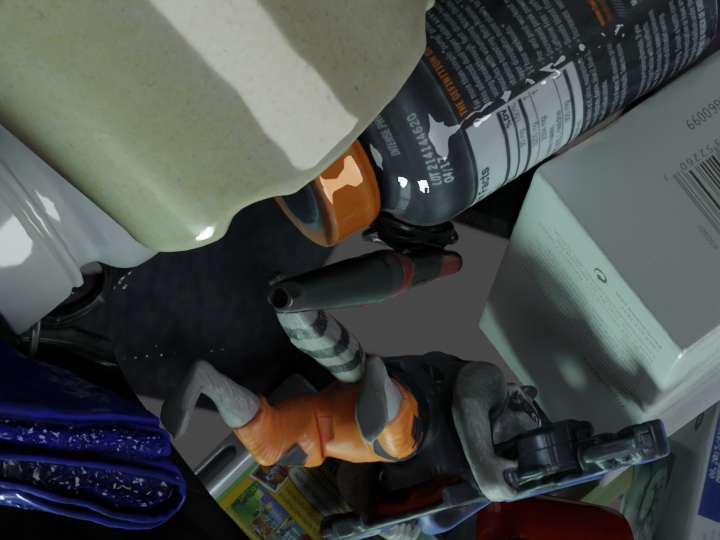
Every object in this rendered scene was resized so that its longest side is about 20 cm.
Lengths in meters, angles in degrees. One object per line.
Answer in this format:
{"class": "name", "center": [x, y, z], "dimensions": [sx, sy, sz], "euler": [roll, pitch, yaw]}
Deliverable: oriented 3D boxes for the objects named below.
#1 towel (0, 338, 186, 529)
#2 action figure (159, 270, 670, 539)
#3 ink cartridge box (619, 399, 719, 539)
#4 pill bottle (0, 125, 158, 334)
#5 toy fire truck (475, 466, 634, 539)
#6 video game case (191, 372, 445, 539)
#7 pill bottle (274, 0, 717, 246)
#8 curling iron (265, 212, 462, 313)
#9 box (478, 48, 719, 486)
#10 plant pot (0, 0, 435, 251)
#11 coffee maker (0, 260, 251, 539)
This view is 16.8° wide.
{"class": "towel", "center": [-0.172, 0.037, 0.890], "dimensions": [0.147, 0.199, 0.050], "euler": [13, 95, -47]}
{"class": "action figure", "center": [0.036, 0.061, 1.117], "dimensions": [0.199, 0.105, 0.193], "euler": [-17, 162, 30]}
{"class": "ink cartridge box", "center": [0.153, 0.180, 1.291], "dimensions": [0.200, 0.040, 0.201], "euler": [118, -10, -62]}
{"class": "pill bottle", "center": [-0.084, -0.074, 0.939], "dimensions": [0.200, 0.113, 0.113], "euler": [-40, 139, -9]}
{"class": "toy fire truck", "center": [0.094, 0.157, 1.234], "dimensions": [0.128, 0.201, 0.176], "euler": [11, 144, -11]}
{"class": "video game case", "center": [-0.051, 0.165, 1.227], "dimensions": [0.182, 0.022, 0.200], "euler": [-44, 139, -5]}
{"class": "pill bottle", "center": [0.047, -0.090, 1.047], "dimensions": [0.199, 0.106, 0.107], "euler": [-32, 137, -17]}
{"class": "curling iron", "center": [0.000, 0.000, 1.063], "dimensions": [0.200, 0.049, 0.026], "euler": [-29, 139, -68]}
{"class": "box", "center": [0.155, -0.007, 1.149], "dimensions": [0.152, 0.107, 0.200], "euler": [-33, 166, -17]}
{"class": "plant pot", "center": [-0.080, -0.114, 0.797], "dimensions": [0.200, 0.200, 0.184], "euler": [-43, 113, -5]}
{"class": "coffee maker", "center": [-0.106, 0.120, 1.006], "dimensions": [0.134, 0.200, 0.193], "euler": [-13, 129, -35]}
